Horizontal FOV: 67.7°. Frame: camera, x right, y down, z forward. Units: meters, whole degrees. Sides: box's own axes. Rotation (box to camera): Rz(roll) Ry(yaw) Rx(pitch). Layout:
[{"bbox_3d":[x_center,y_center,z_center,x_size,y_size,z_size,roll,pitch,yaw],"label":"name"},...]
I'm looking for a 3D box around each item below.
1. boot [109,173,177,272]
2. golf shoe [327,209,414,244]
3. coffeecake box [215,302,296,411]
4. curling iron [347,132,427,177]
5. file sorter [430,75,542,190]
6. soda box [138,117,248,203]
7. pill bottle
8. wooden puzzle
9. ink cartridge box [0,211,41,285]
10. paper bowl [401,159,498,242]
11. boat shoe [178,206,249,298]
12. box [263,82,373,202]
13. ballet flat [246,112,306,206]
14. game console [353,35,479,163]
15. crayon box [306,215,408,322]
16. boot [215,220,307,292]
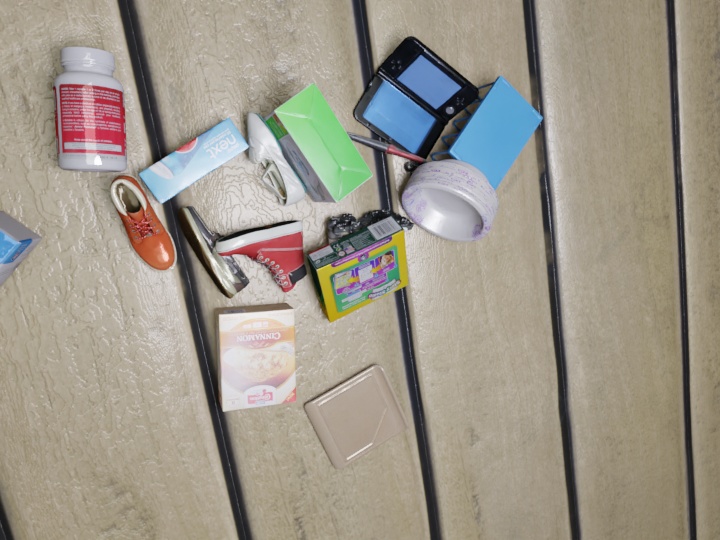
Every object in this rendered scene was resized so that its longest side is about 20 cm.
[{"bbox_3d":[-0.405,-0.081,0.995,0.075,0.107,0.200,-29,108,-15],"label":"boot"},{"bbox_3d":[0.020,-0.078,1.174,0.199,0.078,0.095,-6,122,-20],"label":"golf shoe"},{"bbox_3d":[-0.217,0.176,1.114,0.153,0.073,0.201,-3,99,-20],"label":"coffeecake box"},{"bbox_3d":[0.061,-0.256,1.175,0.200,0.026,0.050,22,106,-19],"label":"curling iron"},{"bbox_3d":[0.273,-0.298,1.197,0.139,0.123,0.200,36,85,-21],"label":"file sorter"},{"bbox_3d":[-0.318,-0.210,1.029,0.200,0.064,0.068,-37,108,-12],"label":"soda box"},{"bbox_3d":[-0.472,-0.276,0.939,0.112,0.112,0.201,-2,98,-19],"label":"pill bottle"},{"bbox_3d":[-0.007,0.334,1.235,0.200,0.037,0.185,-26,106,-10],"label":"wooden puzzle"},{"bbox_3d":[-0.650,0.003,0.896,0.084,0.145,0.200,40,83,-19],"label":"ink cartridge box"},{"bbox_3d":[0.197,-0.158,1.149,0.200,0.200,0.105,37,67,-20],"label":"paper bowl"},{"bbox_3d":[-0.290,-0.042,1.065,0.065,0.073,0.200,-34,109,-28],"label":"boat shoe"},{"bbox_3d":[-0.089,-0.240,1.047,0.097,0.176,0.200,-38,108,-11],"label":"box"},{"bbox_3d":[-0.180,-0.213,1.066,0.069,0.069,0.200,-37,116,-12],"label":"ballet flat"},{"bbox_3d":[0.119,-0.355,1.142,0.200,0.176,0.117,30,59,-21],"label":"game console"},{"bbox_3d":[0.000,0.000,1.132,0.200,0.058,0.173,-25,140,-14],"label":"crayon box"},{"bbox_3d":[-0.190,-0.015,1.073,0.200,0.072,0.145,-16,107,-43],"label":"boot"}]
